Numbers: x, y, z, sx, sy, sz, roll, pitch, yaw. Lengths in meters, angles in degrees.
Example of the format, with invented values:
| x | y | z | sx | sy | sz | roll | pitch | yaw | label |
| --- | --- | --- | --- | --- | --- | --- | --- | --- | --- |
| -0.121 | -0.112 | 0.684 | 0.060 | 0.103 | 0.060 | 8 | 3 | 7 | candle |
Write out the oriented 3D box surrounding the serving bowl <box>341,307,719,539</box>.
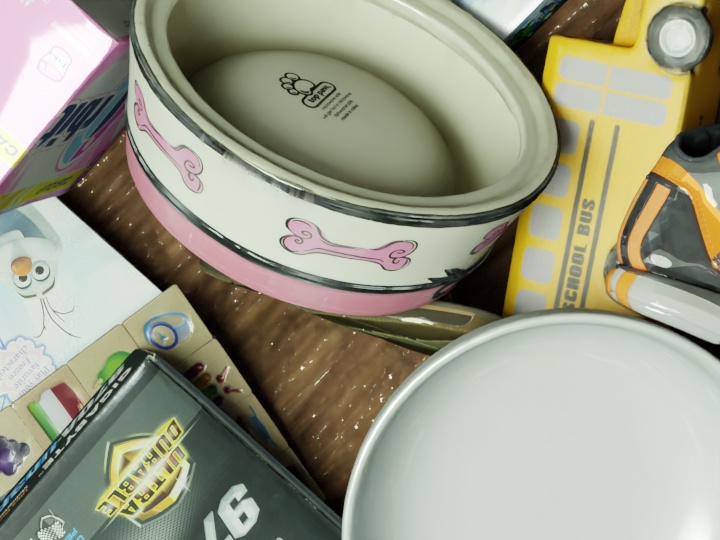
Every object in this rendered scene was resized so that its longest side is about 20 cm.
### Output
| x | y | z | sx | sy | sz | roll | pitch | yaw | label |
| --- | --- | --- | --- | --- | --- | --- | --- | --- | --- |
| 0.089 | 0.107 | 1.124 | 0.199 | 0.066 | 0.201 | -1 | 104 | -3 | serving bowl |

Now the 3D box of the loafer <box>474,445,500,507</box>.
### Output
| x | y | z | sx | sy | sz | roll | pitch | yaw | label |
| --- | --- | --- | --- | --- | --- | --- | --- | --- | --- |
| 0.050 | 0.138 | 1.209 | 0.071 | 0.073 | 0.201 | 15 | 117 | 4 | loafer |

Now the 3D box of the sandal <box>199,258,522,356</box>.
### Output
| x | y | z | sx | sy | sz | roll | pitch | yaw | label |
| --- | --- | --- | --- | --- | --- | --- | --- | --- | --- |
| 0.000 | 0.000 | 1.195 | 0.200 | 0.082 | 0.055 | 20 | 90 | 51 | sandal |

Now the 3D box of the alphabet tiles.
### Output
| x | y | z | sx | sy | sz | roll | pitch | yaw | label |
| --- | --- | --- | --- | --- | --- | --- | --- | --- | --- |
| -0.101 | 0.136 | 1.245 | 0.167 | 0.008 | 0.200 | -36 | 101 | -11 | alphabet tiles |

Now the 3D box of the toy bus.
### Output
| x | y | z | sx | sy | sz | roll | pitch | yaw | label |
| --- | --- | --- | --- | --- | --- | --- | --- | --- | --- |
| 0.121 | -0.044 | 1.171 | 0.078 | 0.065 | 0.201 | 13 | 99 | 22 | toy bus |

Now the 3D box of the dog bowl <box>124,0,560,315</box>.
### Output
| x | y | z | sx | sy | sz | roll | pitch | yaw | label |
| --- | --- | --- | --- | --- | --- | --- | --- | --- | --- |
| -0.016 | -0.061 | 1.123 | 0.200 | 0.200 | 0.074 | 36 | 127 | 16 | dog bowl |

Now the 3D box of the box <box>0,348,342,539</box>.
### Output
| x | y | z | sx | sy | sz | roll | pitch | yaw | label |
| --- | --- | --- | --- | --- | --- | --- | --- | --- | --- |
| -0.111 | 0.163 | 1.216 | 0.159 | 0.046 | 0.200 | 43 | 81 | -12 | box |

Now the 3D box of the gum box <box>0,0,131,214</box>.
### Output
| x | y | z | sx | sy | sz | roll | pitch | yaw | label |
| --- | --- | --- | --- | --- | --- | --- | --- | --- | --- |
| -0.147 | -0.093 | 1.207 | 0.066 | 0.200 | 0.114 | 42 | 103 | 2 | gum box |

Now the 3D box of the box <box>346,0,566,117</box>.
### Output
| x | y | z | sx | sy | sz | roll | pitch | yaw | label |
| --- | --- | --- | --- | --- | --- | --- | --- | --- | --- |
| 0.024 | -0.153 | 1.216 | 0.200 | 0.038 | 0.137 | -44 | 78 | 19 | box |

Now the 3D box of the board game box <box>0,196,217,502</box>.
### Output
| x | y | z | sx | sy | sz | roll | pitch | yaw | label |
| --- | --- | --- | --- | --- | --- | --- | --- | --- | --- |
| -0.209 | 0.047 | 1.274 | 0.199 | 0.043 | 0.200 | 41 | 82 | 11 | board game box |

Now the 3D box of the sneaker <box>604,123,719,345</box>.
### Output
| x | y | z | sx | sy | sz | roll | pitch | yaw | label |
| --- | --- | --- | --- | --- | --- | --- | --- | --- | --- |
| 0.215 | -0.005 | 1.107 | 0.199 | 0.078 | 0.112 | 21 | 91 | -11 | sneaker |
